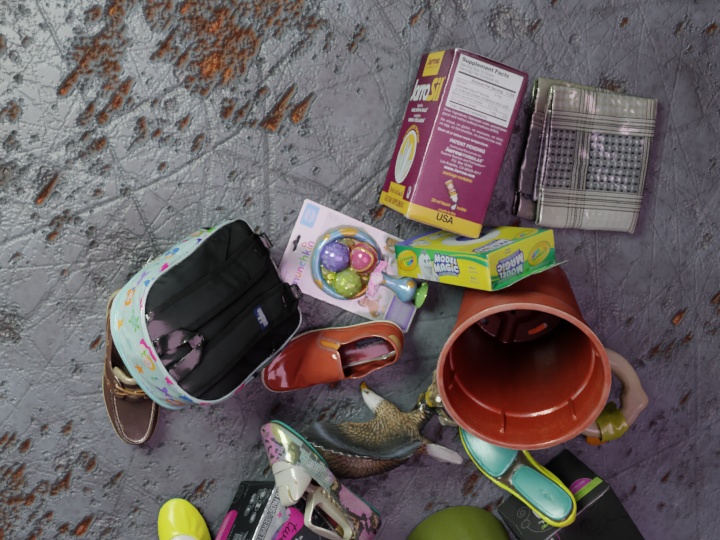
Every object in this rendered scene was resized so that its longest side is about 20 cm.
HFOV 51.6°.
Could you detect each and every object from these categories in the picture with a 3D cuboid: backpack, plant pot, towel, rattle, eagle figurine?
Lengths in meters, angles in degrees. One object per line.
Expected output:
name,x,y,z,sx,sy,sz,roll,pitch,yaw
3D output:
backpack,-0.186,0.056,0.859,0.179,0.149,0.200,61,40,-18
plant pot,0.164,0.463,1.029,0.183,0.200,0.191,-3,103,-12
towel,0.311,-0.153,1.021,0.196,0.035,0.196,5,101,-14
rattle,0.314,0.153,1.093,0.200,0.143,0.131,42,97,17
eagle figurine,0.024,0.216,0.986,0.198,0.151,0.154,-30,118,-17
plant pot,0.199,0.081,0.937,0.197,0.196,0.204,4,118,8

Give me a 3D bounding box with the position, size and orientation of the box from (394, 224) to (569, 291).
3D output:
box,0.144,-0.019,0.907,0.116,0.199,0.049,-19,108,-32

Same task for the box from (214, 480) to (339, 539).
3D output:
box,-0.124,0.384,0.938,0.114,0.132,0.202,33,63,-19

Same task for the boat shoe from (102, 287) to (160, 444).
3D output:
boat shoe,-0.283,0.126,0.914,0.071,0.072,0.204,0,102,-13

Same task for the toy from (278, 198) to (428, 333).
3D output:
toy,0.000,0.000,0.970,0.197,0.047,0.117,21,95,-18

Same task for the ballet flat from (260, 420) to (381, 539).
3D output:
ballet flat,-0.055,0.270,0.900,0.200,0.069,0.071,47,49,-13

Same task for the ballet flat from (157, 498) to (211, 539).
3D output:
ballet flat,-0.225,0.405,0.991,0.066,0.067,0.204,-10,104,-11

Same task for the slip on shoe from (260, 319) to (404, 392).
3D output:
slip on shoe,-0.037,0.115,0.971,0.196,0.061,0.075,-14,107,2

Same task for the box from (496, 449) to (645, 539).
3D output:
box,0.325,0.402,1.095,0.148,0.124,0.201,-37,107,-5

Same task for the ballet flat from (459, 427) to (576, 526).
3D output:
ballet flat,0.216,0.277,1.033,0.067,0.200,0.067,-47,148,-3

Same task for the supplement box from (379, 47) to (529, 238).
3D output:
supplement box,0.110,-0.157,0.920,0.101,0.131,0.203,15,97,-16
